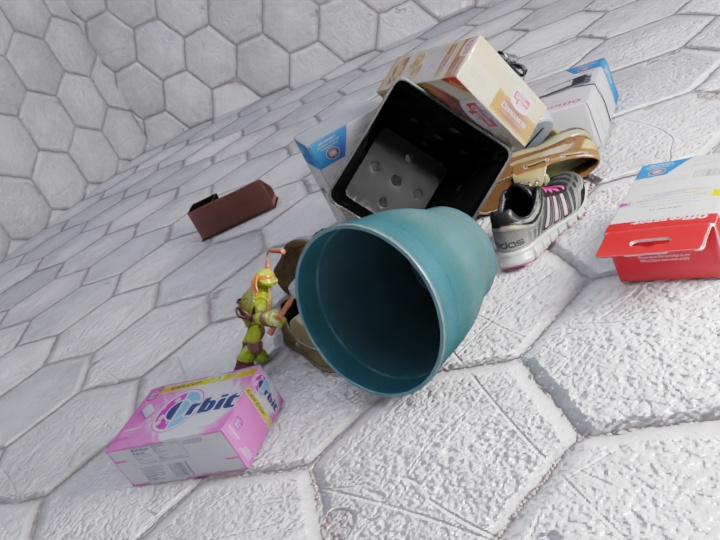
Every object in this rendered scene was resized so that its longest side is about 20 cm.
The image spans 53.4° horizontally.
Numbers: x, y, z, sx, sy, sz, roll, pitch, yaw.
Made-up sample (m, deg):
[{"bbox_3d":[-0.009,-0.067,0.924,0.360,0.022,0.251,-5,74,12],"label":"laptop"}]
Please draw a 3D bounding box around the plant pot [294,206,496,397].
[{"bbox_3d":[0.060,0.014,0.835,0.199,0.201,0.188,-5,17,42],"label":"plant pot"}]

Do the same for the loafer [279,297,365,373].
[{"bbox_3d":[-0.056,0.081,0.957,0.076,0.068,0.200,-40,26,-27],"label":"loafer"}]

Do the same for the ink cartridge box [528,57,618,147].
[{"bbox_3d":[0.346,-0.270,1.222,0.144,0.084,0.200,-12,28,34],"label":"ink cartridge box"}]

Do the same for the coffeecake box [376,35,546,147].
[{"bbox_3d":[0.143,-0.251,1.047,0.200,0.153,0.073,12,69,59],"label":"coffeecake box"}]

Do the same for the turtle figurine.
[{"bbox_3d":[-0.139,0.064,0.970,0.064,0.162,0.200,6,23,-17],"label":"turtle figurine"}]

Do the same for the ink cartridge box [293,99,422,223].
[{"bbox_3d":[0.001,-0.171,1.247,0.147,0.201,0.145,-30,21,-6],"label":"ink cartridge box"}]

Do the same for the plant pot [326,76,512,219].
[{"bbox_3d":[0.073,-0.139,1.077,0.200,0.199,0.177,-59,9,0],"label":"plant pot"}]

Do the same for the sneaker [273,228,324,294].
[{"bbox_3d":[-0.067,-0.030,1.139,0.108,0.070,0.200,-36,0,-26],"label":"sneaker"}]

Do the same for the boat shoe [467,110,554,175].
[{"bbox_3d":[0.220,-0.186,1.118,0.200,0.072,0.062,-47,50,37],"label":"boat shoe"}]

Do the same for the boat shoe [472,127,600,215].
[{"bbox_3d":[0.261,-0.140,1.066,0.199,0.076,0.074,-29,42,11],"label":"boat shoe"}]

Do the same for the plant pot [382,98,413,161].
[{"bbox_3d":[0.172,-0.288,1.367,0.199,0.188,0.187,13,43,36],"label":"plant pot"}]

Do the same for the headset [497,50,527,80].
[{"bbox_3d":[0.207,-0.272,1.217,0.200,0.094,0.123,-51,-11,3],"label":"headset"}]

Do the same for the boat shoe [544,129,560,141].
[{"bbox_3d":[0.246,-0.183,1.176,0.200,0.073,0.063,-23,9,36],"label":"boat shoe"}]

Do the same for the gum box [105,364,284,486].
[{"bbox_3d":[-0.209,0.194,0.891,0.199,0.066,0.114,-16,27,27],"label":"gum box"}]

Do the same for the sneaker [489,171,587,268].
[{"bbox_3d":[0.239,-0.090,0.965,0.200,0.088,0.074,-42,27,-30],"label":"sneaker"}]

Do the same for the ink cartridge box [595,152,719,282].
[{"bbox_3d":[0.349,-0.050,0.789,0.116,0.067,0.200,-5,32,43],"label":"ink cartridge box"}]

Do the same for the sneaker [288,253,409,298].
[{"bbox_3d":[0.000,0.000,0.966,0.199,0.071,0.073,-26,14,8],"label":"sneaker"}]

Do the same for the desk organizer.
[{"bbox_3d":[-0.301,-0.153,1.692,0.199,0.077,0.072,-24,24,9],"label":"desk organizer"}]
